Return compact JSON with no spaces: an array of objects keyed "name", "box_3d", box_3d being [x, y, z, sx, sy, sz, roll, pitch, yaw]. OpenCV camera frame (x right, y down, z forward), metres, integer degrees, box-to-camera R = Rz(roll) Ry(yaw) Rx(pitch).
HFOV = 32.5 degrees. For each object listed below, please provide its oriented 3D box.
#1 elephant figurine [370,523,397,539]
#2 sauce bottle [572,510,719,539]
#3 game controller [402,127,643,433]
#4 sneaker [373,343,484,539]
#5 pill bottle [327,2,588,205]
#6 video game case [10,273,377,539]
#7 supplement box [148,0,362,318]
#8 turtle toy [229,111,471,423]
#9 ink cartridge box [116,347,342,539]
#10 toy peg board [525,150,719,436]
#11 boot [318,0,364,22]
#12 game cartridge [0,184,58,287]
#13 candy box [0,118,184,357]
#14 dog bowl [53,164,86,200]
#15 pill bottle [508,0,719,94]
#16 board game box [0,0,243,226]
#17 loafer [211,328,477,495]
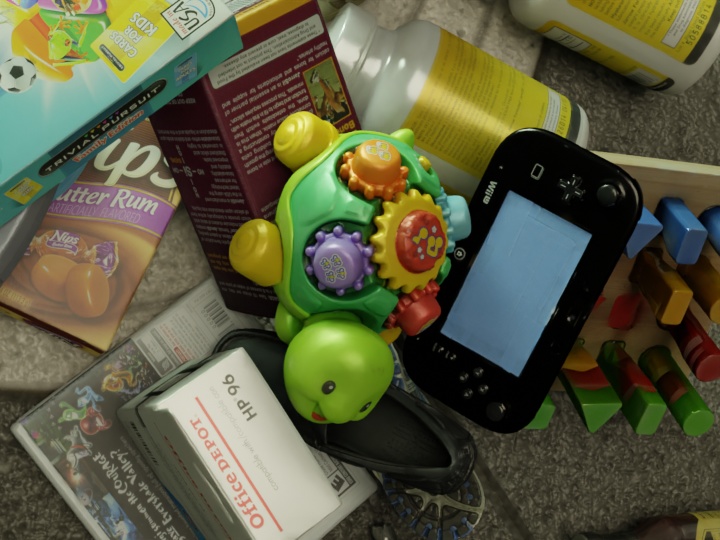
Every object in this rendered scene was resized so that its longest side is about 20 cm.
[{"name":"elephant figurine","box_3d":[0.095,0.262,0.833,0.155,0.200,0.142,14,79,-16]},{"name":"sauce bottle","box_3d":[0.261,0.222,0.966,0.199,0.066,0.066,-2,84,-18]},{"name":"game controller","box_3d":[0.104,0.008,0.822,0.104,0.042,0.200,27,108,8]},{"name":"sneaker","box_3d":[0.020,0.111,0.901,0.077,0.085,0.200,-34,73,5]},{"name":"pill bottle","box_3d":[0.060,-0.115,0.915,0.200,0.112,0.112,27,76,-14]},{"name":"video game case","box_3d":[-0.113,0.133,0.876,0.182,0.023,0.200,-38,96,-19]},{"name":"supplement box","box_3d":[-0.064,-0.080,0.841,0.110,0.086,0.200,-35,116,-33]},{"name":"turtle toy","box_3d":[0.000,0.000,0.781,0.146,0.101,0.200,31,75,-39]},{"name":"ink cartridge box","box_3d":[-0.082,0.115,0.770,0.068,0.200,0.116,-34,95,-19]},{"name":"toy peg board","box_3d":[0.193,0.028,0.895,0.199,0.098,0.200,4,122,-18]},{"name":"boot","box_3d":[0.039,-0.265,0.904,0.200,0.155,0.073,-35,95,-19]},{"name":"game cartridge","box_3d":[-0.250,-0.068,0.749,0.133,0.040,0.200,19,76,9]},{"name":"candy box","box_3d":[-0.188,-0.055,0.857,0.116,0.056,0.200,27,74,-12]},{"name":"dog bowl","box_3d":[-0.272,-0.117,0.805,0.200,0.050,0.112,28,77,9]},{"name":"pill bottle","box_3d":[0.186,-0.227,0.972,0.200,0.111,0.112,23,77,-15]},{"name":"board game box","box_3d":[-0.194,-0.135,0.723,0.200,0.047,0.151,-38,77,-9]},{"name":"loafer","box_3d":[-0.015,0.089,0.831,0.200,0.070,0.068,24,83,16]}]
